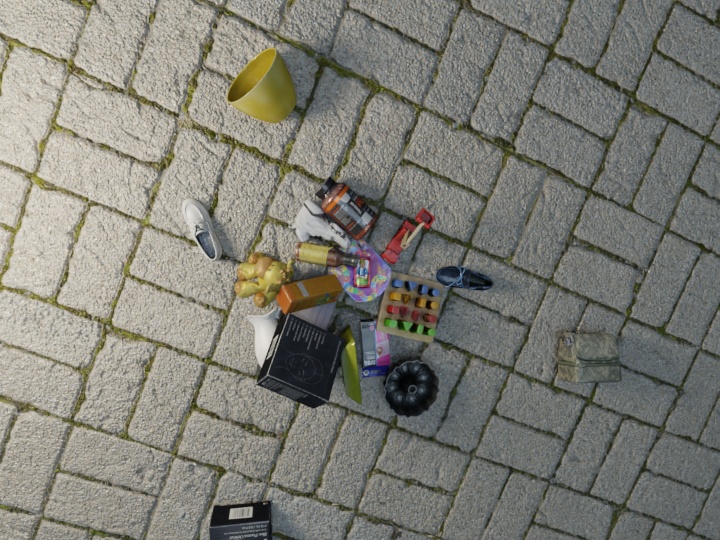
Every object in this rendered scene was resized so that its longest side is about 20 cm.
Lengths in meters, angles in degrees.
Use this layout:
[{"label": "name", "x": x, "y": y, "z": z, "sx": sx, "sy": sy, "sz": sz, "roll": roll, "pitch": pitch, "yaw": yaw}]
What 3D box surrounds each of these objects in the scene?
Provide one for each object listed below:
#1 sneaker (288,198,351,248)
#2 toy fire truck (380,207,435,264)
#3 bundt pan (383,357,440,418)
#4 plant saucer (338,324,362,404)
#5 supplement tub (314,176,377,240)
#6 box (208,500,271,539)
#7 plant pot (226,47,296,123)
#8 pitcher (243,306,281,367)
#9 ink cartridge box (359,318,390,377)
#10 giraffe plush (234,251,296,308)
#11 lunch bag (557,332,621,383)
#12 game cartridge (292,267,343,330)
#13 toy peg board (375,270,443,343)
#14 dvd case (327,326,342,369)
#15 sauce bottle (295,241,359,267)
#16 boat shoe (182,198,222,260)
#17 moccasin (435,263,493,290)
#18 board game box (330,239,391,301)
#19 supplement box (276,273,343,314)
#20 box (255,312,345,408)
[{"label": "sneaker", "x": -0.128, "y": -0.118, "z": 1.635, "sx": 0.200, "sy": 0.075, "sz": 0.115, "roll": 44, "pitch": 91, "yaw": -7}, {"label": "toy fire truck", "x": 0.145, "y": -0.103, "z": 1.642, "sx": 0.048, "sy": 0.141, "sz": 0.201, "roll": 35, "pitch": 92, "yaw": -12}, {"label": "bundt pan", "x": 0.164, "y": 0.386, "z": 1.752, "sx": 0.198, "sy": 0.076, "sz": 0.206, "roll": -2, "pitch": 101, "yaw": -12}, {"label": "plant saucer", "x": -0.037, "y": 0.296, "z": 1.649, "sx": 0.047, "sy": 0.200, "sz": 0.203, "roll": -7, "pitch": 100, "yaw": -4}, {"label": "supplement tub", "x": -0.047, "y": -0.196, "z": 1.616, "sx": 0.200, "sy": 0.107, "sz": 0.107, "roll": 42, "pitch": 91, "yaw": -13}, {"label": "box", "x": -0.392, "y": 0.895, "z": 1.733, "sx": 0.193, "sy": 0.117, "sz": 0.204, "roll": -2, "pitch": 100, "yaw": -8}, {"label": "plant pot", "x": -0.266, "y": -0.513, "z": 1.507, "sx": 0.201, "sy": 0.200, "sz": 0.142, "roll": -49, "pitch": 128, "yaw": 2}, {"label": "pitcher", "x": -0.257, "y": 0.215, "z": 1.648, "sx": 0.169, "sy": 0.121, "sz": 0.203, "roll": -19, "pitch": 90, "yaw": -5}, {"label": "ink cartridge box", "x": 0.050, "y": 0.262, "z": 1.742, "sx": 0.093, "sy": 0.037, "sz": 0.204, "roll": -4, "pitch": 102, "yaw": -9}, {"label": "giraffe plush", "x": -0.270, "y": 0.020, "z": 1.566, "sx": 0.197, "sy": 0.162, "sz": 0.176, "roll": 12, "pitch": 75, "yaw": -14}, {"label": "lunch bag", "x": 0.790, "y": 0.300, "z": 1.812, "sx": 0.196, "sy": 0.139, "sz": 0.171, "roll": 1, "pitch": 83, "yaw": -9}, {"label": "game cartridge", "x": -0.146, "y": 0.106, "z": 1.652, "sx": 0.128, "sy": 0.038, "sz": 0.203, "roll": 24, "pitch": 70, "yaw": -8}, {"label": "toy peg board", "x": 0.171, "y": 0.119, "z": 1.685, "sx": 0.197, "sy": 0.098, "sz": 0.203, "roll": 13, "pitch": 85, "yaw": -11}, {"label": "dvd case", "x": -0.147, "y": 0.293, "z": 1.659, "sx": 0.199, "sy": 0.025, "sz": 0.152, "roll": -35, "pitch": 114, "yaw": -36}, {"label": "sauce bottle", "x": -0.104, "y": -0.044, "z": 1.632, "sx": 0.197, "sy": 0.066, "sz": 0.067, "roll": 11, "pitch": 98, "yaw": 4}, {"label": "boat shoe", "x": -0.483, "y": -0.121, "z": 1.581, "sx": 0.071, "sy": 0.069, "sz": 0.203, "roll": -19, "pitch": 101, "yaw": -5}, {"label": "moccasin", "x": 0.348, "y": 0.020, "z": 1.725, "sx": 0.196, "sy": 0.068, "sz": 0.082, "roll": 5, "pitch": 85, "yaw": -13}, {"label": "board game box", "x": 0.000, "y": 0.000, "z": 1.664, "sx": 0.158, "sy": 0.039, "sz": 0.200, "roll": -43, "pitch": 89, "yaw": -5}, {"label": "supplement box", "x": -0.150, "y": 0.069, "z": 1.570, "sx": 0.198, "sy": 0.067, "sz": 0.069, "roll": -15, "pitch": 60, "yaw": -40}, {"label": "box", "x": -0.172, "y": 0.266, "z": 1.527, "sx": 0.195, "sy": 0.124, "sz": 0.202, "roll": 27, "pitch": 57, "yaw": -15}]
